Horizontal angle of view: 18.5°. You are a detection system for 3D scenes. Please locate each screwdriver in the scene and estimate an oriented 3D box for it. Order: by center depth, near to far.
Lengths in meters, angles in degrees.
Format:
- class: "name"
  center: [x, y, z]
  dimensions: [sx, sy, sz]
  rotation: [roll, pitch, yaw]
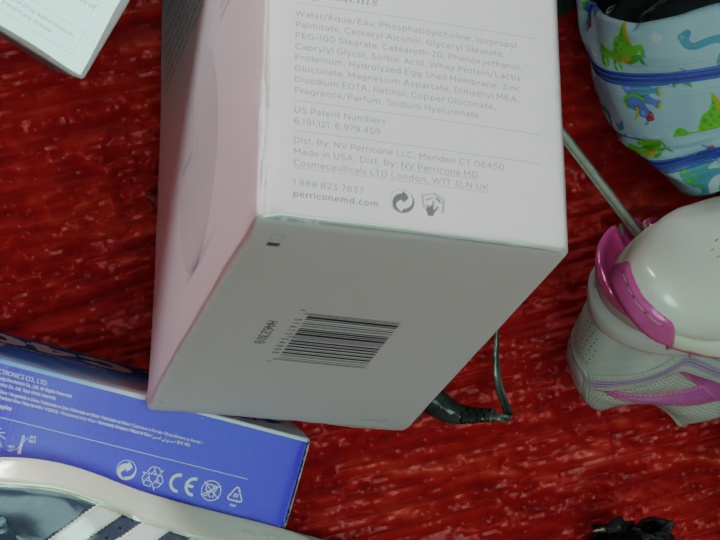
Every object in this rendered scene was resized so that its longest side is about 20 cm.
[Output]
- class: "screwdriver"
  center: [0.067, -0.088, 1.005]
  dimensions: [0.029, 0.028, 0.201]
  rotation: [-35, 86, 29]

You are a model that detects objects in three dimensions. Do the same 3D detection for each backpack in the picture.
- class: "backpack"
  center: [0.198, -0.121, 0.999]
  dimensions: [0.198, 0.164, 0.155]
  rotation: [-9, 122, -5]

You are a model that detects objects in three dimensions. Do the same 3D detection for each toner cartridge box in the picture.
- class: "toner cartridge box"
  center: [-0.129, 0.061, 0.969]
  dimensions: [0.198, 0.095, 0.044]
  rotation: [16, 94, -17]

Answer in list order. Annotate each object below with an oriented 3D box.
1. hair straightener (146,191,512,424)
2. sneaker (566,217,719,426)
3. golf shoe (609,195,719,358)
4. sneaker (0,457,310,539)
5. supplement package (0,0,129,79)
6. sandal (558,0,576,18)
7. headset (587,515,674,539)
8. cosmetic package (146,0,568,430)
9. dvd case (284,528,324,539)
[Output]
- class: "hair straightener"
  center: [0.000, 0.000, 1.019]
  dimensions: [0.200, 0.041, 0.077]
  rotation: [38, 87, -11]
- class: "sneaker"
  center: [0.176, 0.027, 1.057]
  dimensions: [0.198, 0.082, 0.088]
  rotation: [4, 140, -30]
- class: "golf shoe"
  center: [0.195, -0.019, 0.977]
  dimensions: [0.199, 0.092, 0.076]
  rotation: [-14, 63, -38]
- class: "sneaker"
  center: [-0.107, 0.140, 0.922]
  dimensions: [0.198, 0.075, 0.085]
  rotation: [13, 53, -14]
- class: "supplement package"
  center: [-0.120, -0.197, 0.921]
  dimensions: [0.121, 0.120, 0.201]
  rotation: [31, 89, -13]
- class: "sandal"
  center: [0.059, -0.209, 1.003]
  dimensions: [0.075, 0.048, 0.202]
  rotation: [-25, 103, -10]
- class: "headset"
  center: [0.120, 0.220, 1.047]
  dimensions: [0.123, 0.094, 0.202]
  rotation: [10, 75, -28]
- class: "cosmetic package"
  center: [-0.007, -0.065, 0.892]
  dimensions: [0.122, 0.199, 0.202]
  rotation: [6, 66, -16]
- class: "dvd case"
  center: [-0.089, 0.166, 0.977]
  dimensions: [0.198, 0.151, 0.025]
  rotation: [17, 135, -15]
